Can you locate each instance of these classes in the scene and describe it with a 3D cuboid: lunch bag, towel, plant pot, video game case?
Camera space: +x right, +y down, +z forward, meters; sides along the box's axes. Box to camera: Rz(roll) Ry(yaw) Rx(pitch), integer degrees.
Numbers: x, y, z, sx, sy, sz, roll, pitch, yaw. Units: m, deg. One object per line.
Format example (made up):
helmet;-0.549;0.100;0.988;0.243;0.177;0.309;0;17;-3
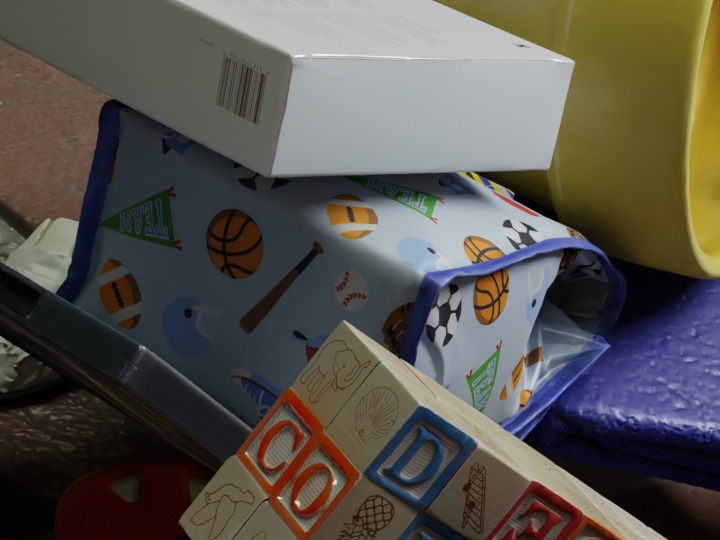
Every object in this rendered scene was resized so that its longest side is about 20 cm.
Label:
lunch bag;0.000;0.000;1.065;0.169;0.125;0.200;30;25;22
towel;0.141;0.019;1.188;0.146;0.050;0.201;9;42;-8
plant pot;0.092;-0.114;1.146;0.188;0.202;0.201;14;23;22
video game case;-0.109;0.027;0.966;0.199;0.019;0.143;26;-11;39

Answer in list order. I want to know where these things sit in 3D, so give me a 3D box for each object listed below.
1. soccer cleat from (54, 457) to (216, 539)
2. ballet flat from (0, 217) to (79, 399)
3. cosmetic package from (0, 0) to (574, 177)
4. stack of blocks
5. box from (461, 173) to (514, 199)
soccer cleat;-0.022;0.110;1.031;0.198;0.069;0.085;5;4;-4
ballet flat;-0.127;-0.002;1.216;0.071;0.072;0.200;23;27;23
cosmetic package;-0.039;-0.091;1.022;0.150;0.052;0.199;-6;24;-42
stack of blocks;0.034;0.116;0.869;0.200;0.115;0.059;36;6;-38
box;0.052;-0.002;1.295;0.064;0.071;0.200;-6;30;-32
